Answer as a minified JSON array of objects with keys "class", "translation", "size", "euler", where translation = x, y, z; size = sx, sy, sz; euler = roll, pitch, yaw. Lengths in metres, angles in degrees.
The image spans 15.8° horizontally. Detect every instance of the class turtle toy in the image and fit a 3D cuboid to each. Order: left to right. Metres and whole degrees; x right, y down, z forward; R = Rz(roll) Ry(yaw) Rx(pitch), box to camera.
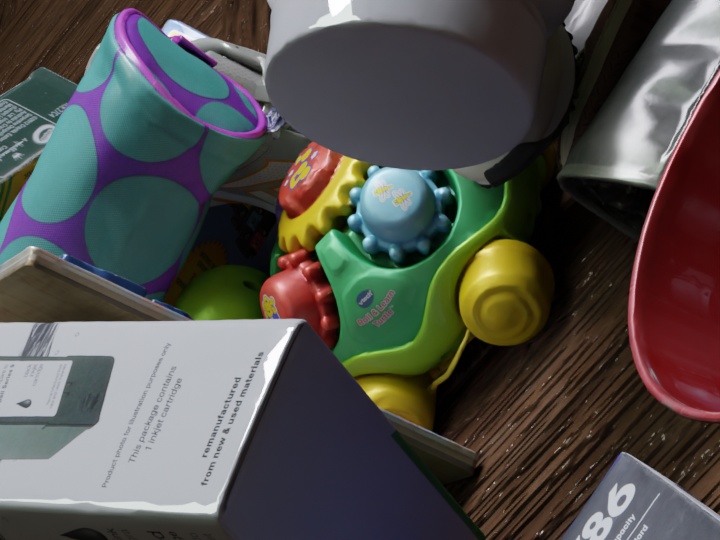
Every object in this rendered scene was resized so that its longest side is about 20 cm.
[{"class":"turtle toy","translation":[0.000,0.000,1.093],"size":[0.200,0.101,0.146],"euler":[-46,20,28]}]

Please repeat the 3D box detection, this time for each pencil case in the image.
[{"class":"pencil case","translation":[-0.116,-0.008,1.118],"size":[0.200,0.085,0.092],"euler":[-57,1,19]}]

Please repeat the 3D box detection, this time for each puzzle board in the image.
[{"class":"puzzle board","translation":[-0.072,0.049,1.031],"size":[0.151,0.200,0.017],"euler":[-24,44,58]}]

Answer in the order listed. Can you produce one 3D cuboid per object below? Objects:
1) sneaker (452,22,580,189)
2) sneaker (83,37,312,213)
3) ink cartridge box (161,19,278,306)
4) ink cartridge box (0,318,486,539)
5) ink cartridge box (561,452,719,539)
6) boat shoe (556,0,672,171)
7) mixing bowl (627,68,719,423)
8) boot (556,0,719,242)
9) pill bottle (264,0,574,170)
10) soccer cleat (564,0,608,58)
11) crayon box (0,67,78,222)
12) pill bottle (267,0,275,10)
[{"class":"sneaker","translation":[0.023,-0.119,1.019],"size":[0.070,0.093,0.200],"euler":[-40,40,31]},{"class":"sneaker","translation":[-0.035,-0.063,1.171],"size":[0.092,0.199,0.076],"euler":[62,-146,-63]},{"class":"ink cartridge box","translation":[-0.098,-0.003,1.291],"size":[0.200,0.076,0.136],"euler":[-58,-23,-10]},{"class":"ink cartridge box","translation":[-0.078,0.091,0.949],"size":[0.200,0.146,0.084],"euler":[-2,53,36]},{"class":"ink cartridge box","translation":[0.085,0.117,0.775],"size":[0.100,0.039,0.200],"euler":[-56,17,0]},{"class":"boat shoe","translation":[0.135,-0.117,1.007],"size":[0.203,0.075,0.075],"euler":[-55,12,2]},{"class":"mixing bowl","translation":[0.175,-0.020,0.671],"size":[0.200,0.108,0.200],"euler":[-49,19,23]},{"class":"boot","translation":[0.128,-0.107,0.906],"size":[0.182,0.073,0.200],"euler":[28,84,30]},{"class":"pill bottle","translation":[0.028,-0.145,0.928],"size":[0.114,0.114,0.200],"euler":[-31,41,51]},{"class":"soccer cleat","translation":[0.089,-0.149,1.101],"size":[0.069,0.077,0.200],"euler":[95,-176,-56]},{"class":"crayon box","translation":[-0.182,0.015,1.290],"size":[0.127,0.051,0.200],"euler":[-41,-31,-43]},{"class":"pill bottle","translation":[0.021,-0.147,1.216],"size":[0.113,0.112,0.200],"euler":[-53,-5,7]}]
